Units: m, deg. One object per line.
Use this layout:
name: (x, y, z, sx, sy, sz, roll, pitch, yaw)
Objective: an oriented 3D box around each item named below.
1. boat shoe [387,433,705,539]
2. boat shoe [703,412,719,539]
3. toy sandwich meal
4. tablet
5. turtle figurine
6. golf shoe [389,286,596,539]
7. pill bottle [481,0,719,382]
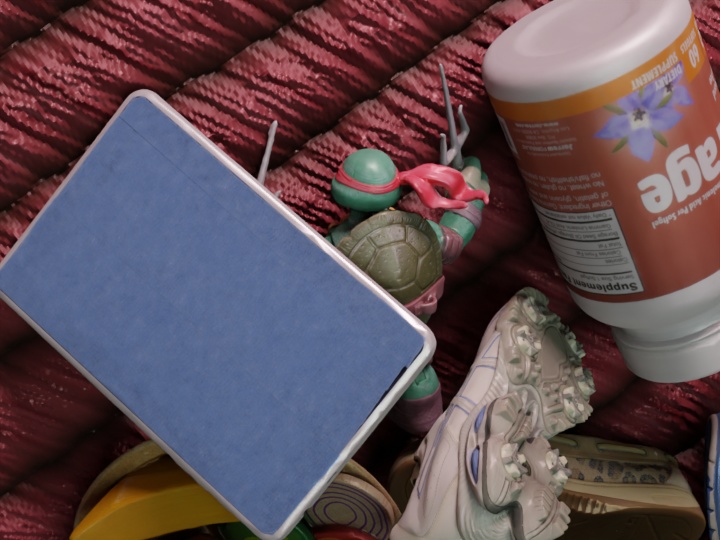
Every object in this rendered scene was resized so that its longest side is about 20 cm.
boat shoe: (0.106, 0.126, 0.842, 0.199, 0.063, 0.074, 14, 129, -20)
boat shoe: (0.258, 0.166, 0.885, 0.072, 0.072, 0.201, -7, 126, 21)
toy sandwich meal: (-0.071, 0.168, 0.753, 0.203, 0.070, 0.206, 1, 122, 2)
tablet: (-0.075, 0.020, 0.696, 0.200, 0.014, 0.130, 40, 95, 12)
turtle figurine: (0.000, 0.000, 0.736, 0.148, 0.101, 0.201, -4, 119, -8)
golf shoe: (0.065, 0.080, 0.758, 0.097, 0.200, 0.078, -31, 103, 29)
pill bottle: (0.149, -0.044, 0.762, 0.112, 0.112, 0.201, -30, 116, -7)
